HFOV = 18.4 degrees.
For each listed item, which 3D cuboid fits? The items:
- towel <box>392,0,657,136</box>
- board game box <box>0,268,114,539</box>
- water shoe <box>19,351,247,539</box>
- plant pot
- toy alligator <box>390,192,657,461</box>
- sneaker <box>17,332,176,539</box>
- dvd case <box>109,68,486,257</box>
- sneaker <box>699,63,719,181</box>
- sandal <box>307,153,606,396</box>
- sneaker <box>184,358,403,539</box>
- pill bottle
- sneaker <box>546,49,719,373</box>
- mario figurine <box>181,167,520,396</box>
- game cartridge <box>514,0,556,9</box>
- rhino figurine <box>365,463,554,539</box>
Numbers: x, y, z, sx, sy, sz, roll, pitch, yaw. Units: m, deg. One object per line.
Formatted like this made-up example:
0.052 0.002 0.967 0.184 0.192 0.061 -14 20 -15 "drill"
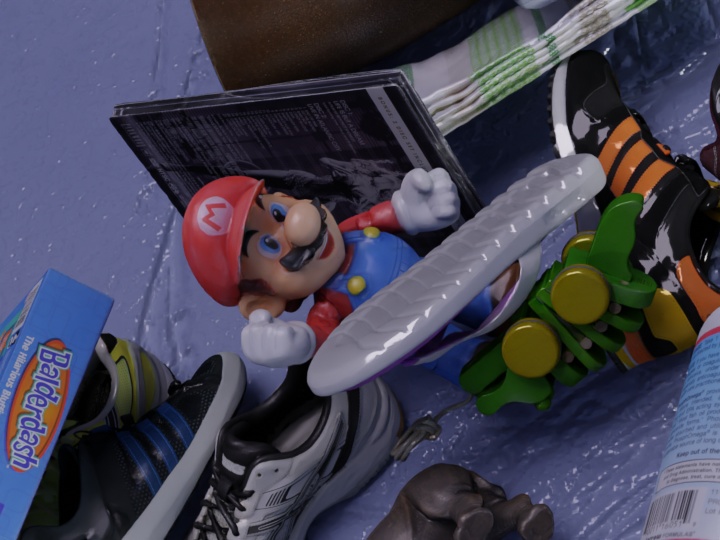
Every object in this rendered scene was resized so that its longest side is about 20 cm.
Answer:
0.101 -0.147 1.318 0.200 0.031 0.149 -32 16 9 "towel"
-0.212 0.100 1.265 0.200 0.045 0.153 -36 31 62 "board game box"
-0.129 0.107 1.264 0.072 0.079 0.200 -58 3 47 "water shoe"
0.000 -0.210 1.395 0.199 0.187 0.187 -14 51 7 "plant pot"
0.096 0.044 1.158 0.200 0.054 0.059 -50 5 23 "toy alligator"
-0.176 0.129 1.318 0.075 0.076 0.201 0 60 31 "sneaker"
-0.031 -0.054 1.303 0.199 0.149 0.016 -3 49 32 "dvd case"
0.258 -0.119 1.212 0.200 0.076 0.115 -47 43 -4 "sneaker"
0.061 0.010 1.154 0.202 0.050 0.082 -39 14 -19 "sandal"
-0.065 0.126 1.239 0.076 0.088 0.200 28 78 41 "sneaker"
0.206 0.082 1.076 0.108 0.109 0.201 2 60 34 "pill bottle"
0.162 -0.042 1.226 0.090 0.070 0.201 -18 57 19 "sneaker"
0.000 0.000 1.205 0.124 0.199 0.106 -94 26 -63 "mario figurine"
0.135 -0.249 1.282 0.200 0.041 0.133 -43 60 1 "game cartridge"
0.011 0.184 1.164 0.200 0.060 0.087 -50 27 -6 "rhino figurine"
